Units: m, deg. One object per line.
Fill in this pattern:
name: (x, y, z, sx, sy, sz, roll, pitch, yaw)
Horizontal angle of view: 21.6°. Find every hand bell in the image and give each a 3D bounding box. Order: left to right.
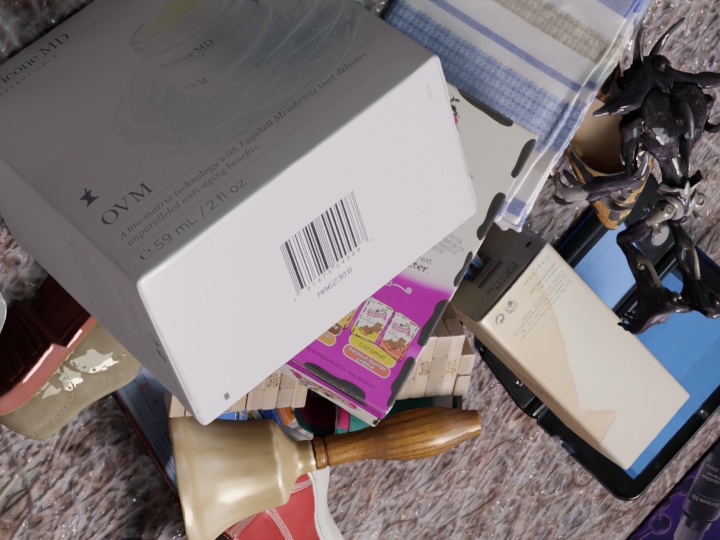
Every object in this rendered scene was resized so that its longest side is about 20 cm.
hand bell: (-0.019, 0.118, 1.222, 0.198, 0.105, 0.105, -9, 133, -4)

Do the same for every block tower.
block tower: (-0.028, 0.050, 1.212, 0.198, 0.058, 0.054, -4, 130, -18)

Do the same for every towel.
towel: (0.088, -0.144, 1.211, 0.201, 0.146, 0.024, -60, -179, 10)

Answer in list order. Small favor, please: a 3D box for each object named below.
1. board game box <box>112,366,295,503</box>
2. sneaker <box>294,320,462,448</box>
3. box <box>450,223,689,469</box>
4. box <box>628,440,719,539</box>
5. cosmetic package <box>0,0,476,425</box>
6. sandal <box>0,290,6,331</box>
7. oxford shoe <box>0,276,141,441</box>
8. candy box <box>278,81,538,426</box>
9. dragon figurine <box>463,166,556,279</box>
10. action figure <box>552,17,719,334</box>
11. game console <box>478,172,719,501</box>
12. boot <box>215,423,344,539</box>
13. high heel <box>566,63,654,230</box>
board game box: (-0.112, 0.071, 1.257, 0.103, 0.019, 0.201, -38, 141, -14)
sneaker: (0.013, 0.082, 1.342, 0.200, 0.119, 0.085, -63, 154, -81)
box: (0.147, 0.051, 1.401, 0.078, 0.095, 0.200, -48, 122, -4)
box: (0.375, 0.261, 1.817, 0.200, 0.148, 0.104, -46, 143, -8)
cosmetic package: (-0.081, -0.063, 1.029, 0.199, 0.200, 0.123, -38, 139, -17)
sandal: (-0.264, 0.089, 1.077, 0.076, 0.043, 0.202, 17, 104, -27)
oxford shoe: (-0.146, 0.021, 1.137, 0.200, 0.071, 0.075, -39, 136, 1)
candy box: (0.002, -0.026, 1.157, 0.201, 0.136, 0.061, -60, -179, -14)
dragon figurine: (0.081, -0.083, 1.298, 0.099, 0.059, 0.201, -33, 141, -23)
action figure: (0.186, -0.064, 1.248, 0.118, 0.102, 0.202, -19, 107, -37)
game console: (0.217, 0.052, 1.505, 0.200, 0.118, 0.171, -47, 143, -6)
boot: (-0.076, 0.218, 1.335, 0.145, 0.072, 0.201, -53, 153, -29)
high heel: (0.158, -0.095, 1.318, 0.143, 0.071, 0.202, -53, 143, -54)
